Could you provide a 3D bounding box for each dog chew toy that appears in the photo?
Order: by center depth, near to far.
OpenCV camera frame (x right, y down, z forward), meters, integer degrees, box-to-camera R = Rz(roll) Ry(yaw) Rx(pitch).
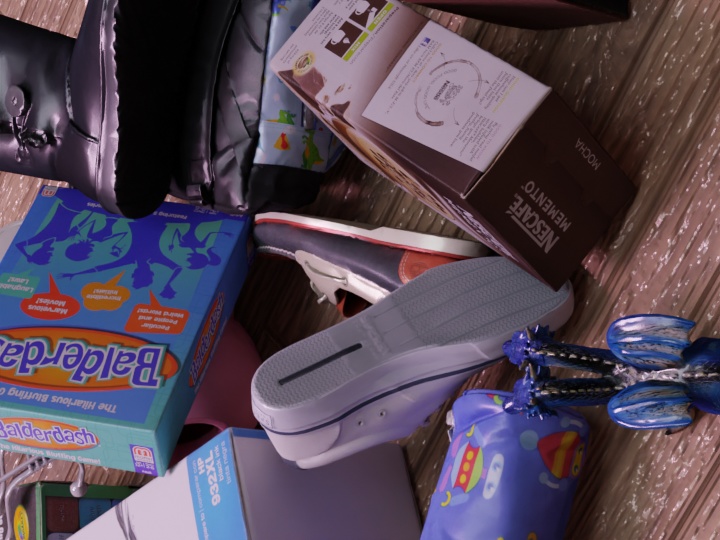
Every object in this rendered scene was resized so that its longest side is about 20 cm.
[{"bbox_3d":[-0.138,0.041,1.342,0.125,0.124,0.201,-47,44,33],"label":"dog chew toy"}]

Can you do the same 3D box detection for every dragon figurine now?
[{"bbox_3d":[0.163,0.055,1.009,0.199,0.099,0.059,-6,80,48],"label":"dragon figurine"}]

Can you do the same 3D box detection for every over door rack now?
[{"bbox_3d":[-0.282,0.149,1.309,0.148,0.199,0.067,-123,11,-65],"label":"over door rack"}]

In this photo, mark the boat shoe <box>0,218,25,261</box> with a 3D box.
[{"bbox_3d":[-0.211,0.048,1.311,0.072,0.062,0.201,-19,45,-2],"label":"boat shoe"}]

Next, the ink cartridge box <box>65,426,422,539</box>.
[{"bbox_3d":[-0.079,0.180,1.227,0.200,0.144,0.084,-36,58,39],"label":"ink cartridge box"}]

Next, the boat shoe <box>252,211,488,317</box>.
[{"bbox_3d":[0.000,0.000,1.228,0.199,0.071,0.063,11,95,44],"label":"boat shoe"}]

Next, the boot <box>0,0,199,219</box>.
[{"bbox_3d":[-0.193,-0.145,1.256,0.167,0.076,0.202,21,113,33],"label":"boot"}]

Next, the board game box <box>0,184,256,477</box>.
[{"bbox_3d":[-0.167,0.033,1.240,0.045,0.151,0.201,85,-163,-44],"label":"board game box"}]

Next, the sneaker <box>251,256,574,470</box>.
[{"bbox_3d":[0.032,0.054,1.132,0.071,0.199,0.073,75,173,-46],"label":"sneaker"}]

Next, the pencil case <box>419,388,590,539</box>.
[{"bbox_3d":[0.065,0.160,1.091,0.086,0.078,0.201,13,81,32],"label":"pencil case"}]

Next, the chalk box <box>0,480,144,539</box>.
[{"bbox_3d":[-0.208,0.220,1.385,0.199,0.123,0.126,-15,72,45],"label":"chalk box"}]

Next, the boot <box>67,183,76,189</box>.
[{"bbox_3d":[-0.165,-0.145,1.336,0.073,0.154,0.205,12,62,10],"label":"boot"}]

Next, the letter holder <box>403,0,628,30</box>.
[{"bbox_3d":[0.039,-0.203,1.113,0.142,0.199,0.101,-2,82,48],"label":"letter holder"}]

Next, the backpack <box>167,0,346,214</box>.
[{"bbox_3d":[-0.065,-0.148,1.282,0.163,0.153,0.202,13,109,58],"label":"backpack"}]

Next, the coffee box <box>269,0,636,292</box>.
[{"bbox_3d":[0.051,-0.084,1.132,0.080,0.113,0.200,-50,44,-3],"label":"coffee box"}]
